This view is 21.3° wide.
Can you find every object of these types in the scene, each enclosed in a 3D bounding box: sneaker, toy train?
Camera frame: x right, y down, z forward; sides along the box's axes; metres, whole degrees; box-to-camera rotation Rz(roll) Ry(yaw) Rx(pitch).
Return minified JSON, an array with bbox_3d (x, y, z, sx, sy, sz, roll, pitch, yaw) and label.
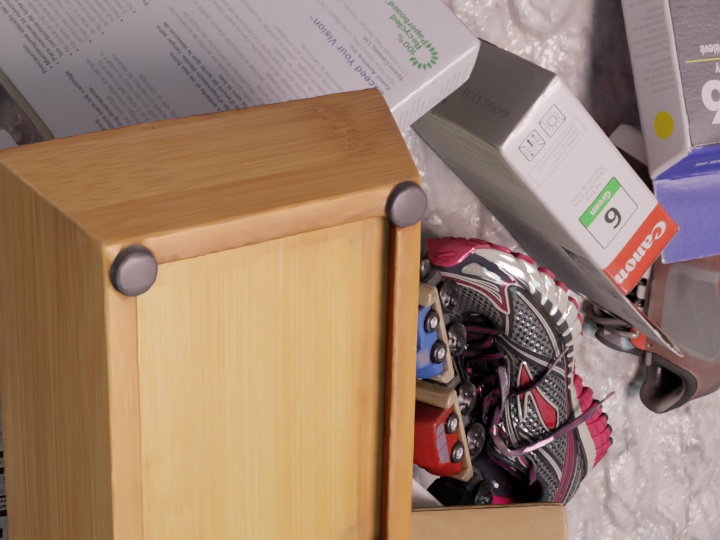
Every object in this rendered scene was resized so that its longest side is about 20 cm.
[{"bbox_3d":[0.169,0.010,1.096,0.082,0.077,0.201,-33,126,-9],"label":"sneaker"},{"bbox_3d":[0.082,0.062,1.040,0.075,0.080,0.201,-52,133,-29],"label":"sneaker"},{"bbox_3d":[0.039,0.080,1.000,0.046,0.034,0.201,-43,135,-37],"label":"toy train"}]

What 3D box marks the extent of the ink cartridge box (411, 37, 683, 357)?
[{"bbox_3d":[0.104,-0.041,0.999,0.050,0.109,0.200,-51,131,-4],"label":"ink cartridge box"}]

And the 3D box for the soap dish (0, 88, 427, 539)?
[{"bbox_3d":[-0.051,0.045,0.697,0.156,0.081,0.202,-13,115,-32],"label":"soap dish"}]

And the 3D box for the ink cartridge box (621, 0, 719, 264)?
[{"bbox_3d":[0.233,-0.117,1.051,0.196,0.047,0.202,-10,89,-33],"label":"ink cartridge box"}]

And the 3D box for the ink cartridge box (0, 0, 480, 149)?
[{"bbox_3d":[-0.086,-0.101,0.791,0.199,0.200,0.041,-36,165,-17],"label":"ink cartridge box"}]

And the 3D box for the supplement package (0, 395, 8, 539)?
[{"bbox_3d":[-0.148,0.086,0.822,0.146,0.191,0.202,-8,115,-32],"label":"supplement package"}]

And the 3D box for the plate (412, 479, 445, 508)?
[{"bbox_3d":[-0.046,0.174,0.981,0.199,0.032,0.200,42,82,2],"label":"plate"}]

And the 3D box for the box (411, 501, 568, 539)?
[{"bbox_3d":[0.009,0.202,0.955,0.198,0.021,0.165,-2,83,-6],"label":"box"}]
